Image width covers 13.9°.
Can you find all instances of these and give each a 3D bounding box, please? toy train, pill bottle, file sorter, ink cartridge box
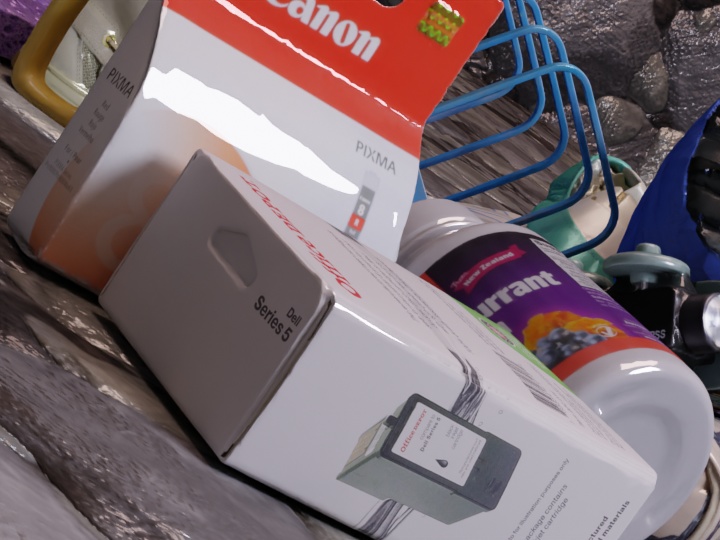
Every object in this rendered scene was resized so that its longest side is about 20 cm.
[{"bbox_3d":[0.132,0.042,1.575,0.199,0.086,0.114,-9,-20,44],"label":"toy train"},{"bbox_3d":[0.077,0.045,1.462,0.111,0.112,0.200,28,11,-41],"label":"pill bottle"},{"bbox_3d":[0.058,-0.097,1.737,0.200,0.122,0.139,-117,-171,-54],"label":"file sorter"},{"bbox_3d":[0.006,0.049,1.245,0.200,0.084,0.146,30,9,-36],"label":"ink cartridge box"},{"bbox_3d":[-0.035,-0.061,1.291,0.162,0.200,0.050,29,10,-35],"label":"ink cartridge box"}]

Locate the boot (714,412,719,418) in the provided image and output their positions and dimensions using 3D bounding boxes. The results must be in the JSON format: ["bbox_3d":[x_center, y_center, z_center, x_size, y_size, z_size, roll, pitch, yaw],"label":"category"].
[{"bbox_3d":[0.176,0.096,1.782,0.174,0.069,0.200,32,1,-5],"label":"boot"}]

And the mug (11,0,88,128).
[{"bbox_3d":[-0.065,-0.070,1.395,0.186,0.154,0.149,33,9,-14],"label":"mug"}]

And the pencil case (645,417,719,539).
[{"bbox_3d":[0.169,0.116,1.563,0.078,0.089,0.200,66,16,11],"label":"pencil case"}]

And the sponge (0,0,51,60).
[{"bbox_3d":[-0.218,-0.154,1.681,0.200,0.030,0.112,27,11,-48],"label":"sponge"}]

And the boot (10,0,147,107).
[{"bbox_3d":[-0.075,-0.124,1.643,0.199,0.155,0.072,30,11,-31],"label":"boot"}]

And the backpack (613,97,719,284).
[{"bbox_3d":[0.240,0.012,1.662,0.199,0.168,0.163,31,46,-8],"label":"backpack"}]

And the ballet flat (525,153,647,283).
[{"bbox_3d":[0.142,-0.029,1.797,0.067,0.070,0.200,48,18,-8],"label":"ballet flat"}]

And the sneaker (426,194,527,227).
[{"bbox_3d":[0.088,-0.003,1.815,0.086,0.075,0.200,1,20,-14],"label":"sneaker"}]
